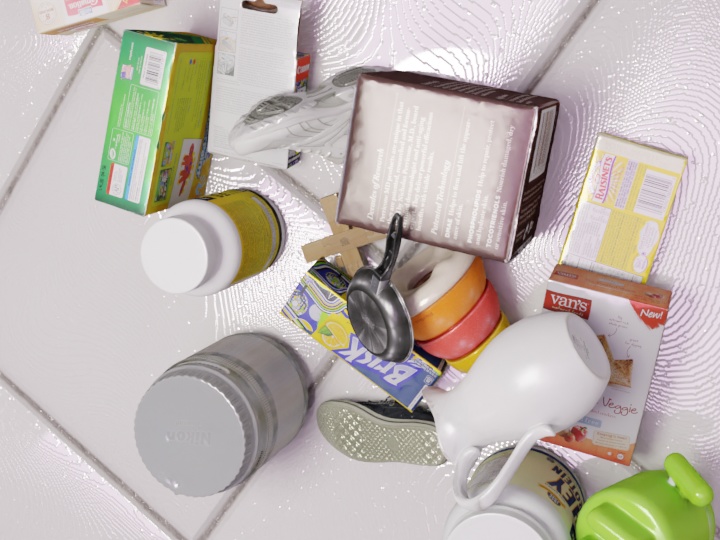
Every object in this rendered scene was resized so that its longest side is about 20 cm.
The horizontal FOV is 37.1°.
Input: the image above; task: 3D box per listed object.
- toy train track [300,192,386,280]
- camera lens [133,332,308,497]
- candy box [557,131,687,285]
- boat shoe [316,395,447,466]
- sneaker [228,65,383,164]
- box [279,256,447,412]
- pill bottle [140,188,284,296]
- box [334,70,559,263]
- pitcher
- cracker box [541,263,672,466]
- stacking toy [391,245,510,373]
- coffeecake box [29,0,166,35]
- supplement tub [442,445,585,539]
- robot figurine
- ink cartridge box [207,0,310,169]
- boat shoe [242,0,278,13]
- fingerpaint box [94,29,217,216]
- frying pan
[{"bbox_3d":[0.000,0.000,1.312,0.114,0.033,0.202,-17,101,20],"label":"toy train track"},{"bbox_3d":[-0.164,0.171,1.306,0.158,0.200,0.162,3,101,18],"label":"camera lens"},{"bbox_3d":[0.286,-0.044,1.207,0.101,0.026,0.202,20,106,16],"label":"candy box"},{"bbox_3d":[0.033,0.195,1.321,0.198,0.062,0.075,4,106,34],"label":"boat shoe"},{"bbox_3d":[-0.053,-0.159,1.240,0.198,0.078,0.100,-20,121,-10],"label":"sneaker"},{"bbox_3d":[0.007,0.075,1.282,0.199,0.064,0.070,36,114,2],"label":"box"},{"bbox_3d":[-0.175,-0.033,1.273,0.111,0.200,0.114,3,101,17],"label":"pill bottle"},{"bbox_3d":[0.100,-0.121,1.182,0.198,0.166,0.166,13,105,16],"label":"box"},{"bbox_3d":[0.167,0.149,1.139,0.199,0.173,0.121,-36,131,27],"label":"pitcher"},{"bbox_3d":[0.262,0.106,1.210,0.133,0.058,0.202,14,114,16],"label":"cracker box"},{"bbox_3d":[0.124,0.072,1.249,0.146,0.146,0.200,-33,106,21],"label":"stacking toy"},{"bbox_3d":[-0.343,-0.409,1.330,0.152,0.073,0.202,-10,97,19],"label":"coffeecake box"},{"bbox_3d":[0.174,0.294,1.214,0.143,0.200,0.147,3,101,18],"label":"supplement tub"},{"bbox_3d":[0.313,0.284,1.174,0.115,0.199,0.177,32,112,34],"label":"robot figurine"},{"bbox_3d":[-0.119,-0.231,1.285,0.108,0.050,0.202,14,111,15],"label":"ink cartridge box"},{"bbox_3d":[-0.168,-0.371,1.266,0.198,0.072,0.076,25,70,7],"label":"boat shoe"},{"bbox_3d":[-0.233,-0.181,1.284,0.073,0.167,0.202,17,106,13],"label":"fingerpaint box"},{"bbox_3d":[0.029,0.034,1.158,0.116,0.031,0.190,58,151,16],"label":"frying pan"}]
